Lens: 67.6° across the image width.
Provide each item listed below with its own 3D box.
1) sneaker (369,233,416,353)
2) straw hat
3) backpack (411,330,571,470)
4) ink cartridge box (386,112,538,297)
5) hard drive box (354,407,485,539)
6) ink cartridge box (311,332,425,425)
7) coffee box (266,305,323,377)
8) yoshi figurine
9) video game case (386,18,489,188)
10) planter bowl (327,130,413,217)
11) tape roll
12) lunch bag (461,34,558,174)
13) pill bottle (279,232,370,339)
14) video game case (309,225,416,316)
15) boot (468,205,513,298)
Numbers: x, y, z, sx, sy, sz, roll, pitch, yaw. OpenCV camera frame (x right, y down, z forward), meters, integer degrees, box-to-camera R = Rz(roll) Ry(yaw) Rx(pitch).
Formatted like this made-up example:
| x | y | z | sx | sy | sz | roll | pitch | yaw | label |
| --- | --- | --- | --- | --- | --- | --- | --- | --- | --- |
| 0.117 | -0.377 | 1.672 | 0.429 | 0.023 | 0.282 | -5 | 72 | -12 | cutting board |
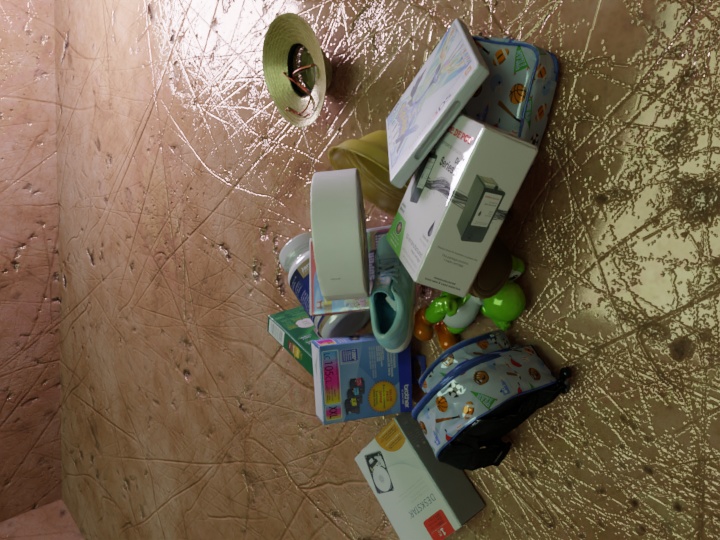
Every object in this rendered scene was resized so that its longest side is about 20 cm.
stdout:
| x | y | z | sx | sy | sz | roll | pitch | yaw | label |
| --- | --- | --- | --- | --- | --- | --- | --- | --- | --- |
| 0.050 | 0.025 | 0.865 | 0.072 | 0.082 | 0.204 | -10 | 68 | 17 | sneaker |
| -0.101 | -0.386 | 1.039 | 0.199 | 0.084 | 0.205 | 24 | 125 | 39 | straw hat |
| 0.170 | 0.184 | 0.777 | 0.154 | 0.188 | 0.202 | 48 | 127 | 29 | backpack |
| 0.122 | -0.093 | 0.699 | 0.146 | 0.083 | 0.203 | -117 | 46 | -62 | ink cartridge box |
| 0.099 | 0.374 | 0.956 | 0.201 | 0.076 | 0.157 | 54 | 130 | 25 | hard drive box |
| 0.018 | 0.183 | 0.953 | 0.076 | 0.196 | 0.140 | -169 | 75 | -72 | ink cartridge box |
| -0.086 | 0.142 | 1.072 | 0.199 | 0.122 | 0.045 | 34 | 124 | 37 | coffee box |
| 0.174 | 0.061 | 0.822 | 0.113 | 0.112 | 0.200 | 50 | 127 | 7 | yoshi figurine |
| 0.095 | -0.234 | 0.739 | 0.183 | 0.022 | 0.202 | -51 | 23 | 32 | video game case |
| 0.048 | -0.169 | 0.891 | 0.199 | 0.200 | 0.084 | 28 | 78 | 39 | planter bowl |
| -0.028 | -0.055 | 0.850 | 0.069 | 0.202 | 0.207 | -4 | 94 | 4 | tape roll |
| 0.189 | -0.234 | 0.778 | 0.159 | 0.075 | 0.204 | 29 | 116 | 41 | lunch bag |
| -0.072 | 0.029 | 1.049 | 0.201 | 0.114 | 0.117 | 52 | 128 | 25 | pill bottle |
| 0.000 | 0.000 | 0.951 | 0.196 | 0.017 | 0.146 | -8 | 75 | 21 | video game case |
| 0.142 | -0.029 | 0.797 | 0.154 | 0.076 | 0.203 | -23 | 43 | 44 | boot |
